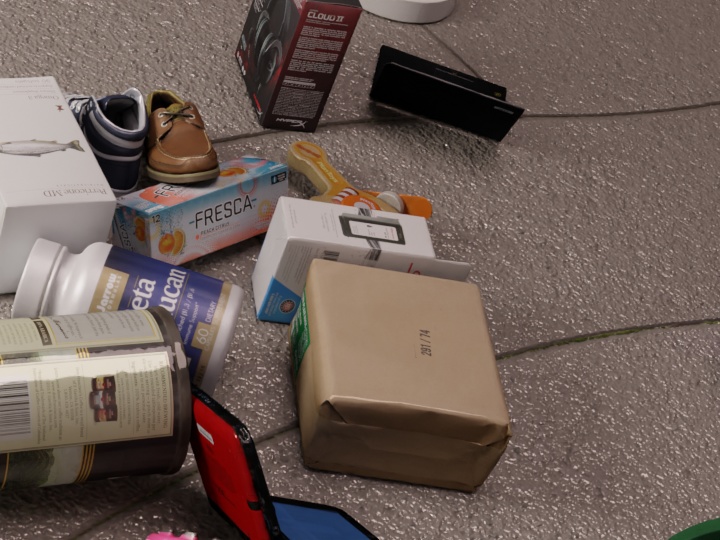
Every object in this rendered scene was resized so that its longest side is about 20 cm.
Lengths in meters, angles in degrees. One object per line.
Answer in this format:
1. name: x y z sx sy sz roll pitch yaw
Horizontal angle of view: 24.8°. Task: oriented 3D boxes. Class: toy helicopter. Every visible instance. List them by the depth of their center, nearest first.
1. toy helicopter: -0.011 -0.083 1.810 0.132 0.079 0.200 -10 44 -36

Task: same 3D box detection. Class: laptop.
1. laptop: 0.111 -0.240 2.036 0.176 0.104 0.200 19 37 -5

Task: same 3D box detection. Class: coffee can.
1. coffee can: -0.259 0.109 1.380 0.199 0.147 0.147 -3 44 -24

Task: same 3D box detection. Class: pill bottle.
1. pill bottle: -0.218 0.039 1.526 0.199 0.111 0.111 18 37 -6

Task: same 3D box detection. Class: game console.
1. game console: -0.059 0.172 1.370 0.118 0.173 0.200 -20 14 -17

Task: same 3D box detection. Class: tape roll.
1. tape roll: 0.042 -0.414 2.268 0.202 0.037 0.203 13 39 -11

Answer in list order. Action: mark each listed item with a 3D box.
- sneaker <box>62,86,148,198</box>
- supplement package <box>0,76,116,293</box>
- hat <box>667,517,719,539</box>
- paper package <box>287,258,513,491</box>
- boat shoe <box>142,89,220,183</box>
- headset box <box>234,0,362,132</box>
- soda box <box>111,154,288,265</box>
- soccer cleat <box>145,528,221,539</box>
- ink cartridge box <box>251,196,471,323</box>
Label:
1. sneaker: -0.297 -0.170 1.741 0.200 0.109 0.070 42 41 24
2. supplement package: -0.335 -0.087 1.615 0.116 0.118 0.200 -5 45 -32
3. hat: 0.371 0.343 1.531 0.199 0.176 0.166 -16 41 12
4. paper package: 0.032 0.100 1.585 0.190 0.104 0.201 10 40 -16
5. boat shoe: -0.199 -0.144 1.731 0.072 0.068 0.200 -9 20 -20
6. headset box: -0.073 -0.289 1.923 0.077 0.201 0.149 3 42 -24
7. soda box: -0.165 -0.061 1.696 0.063 0.069 0.200 18 28 38
8. soccer cleat: -0.096 0.273 1.340 0.199 0.070 0.087 15 77 16
9. ink cartridge box: 0.000 0.000 1.678 0.199 0.116 0.068 8 41 -19
